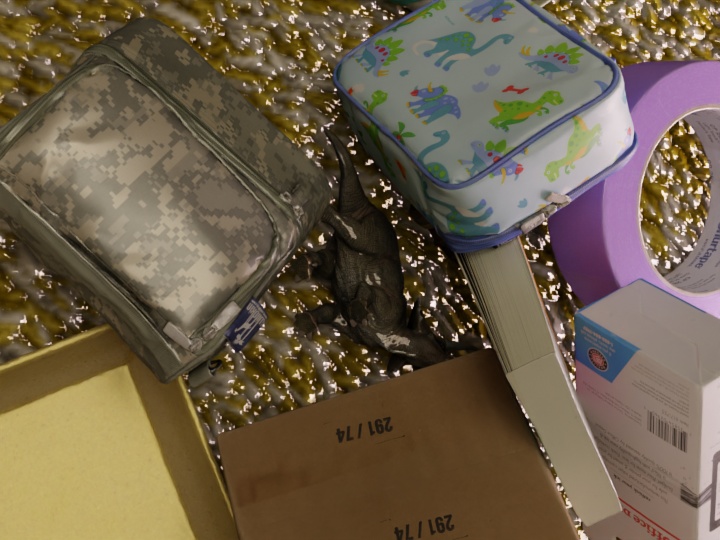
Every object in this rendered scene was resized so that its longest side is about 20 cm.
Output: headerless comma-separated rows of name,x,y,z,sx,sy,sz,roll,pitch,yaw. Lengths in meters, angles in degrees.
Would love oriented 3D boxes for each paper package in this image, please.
paper package,0.029,0.169,0.823,0.198,0.104,0.192,-19,51,-2

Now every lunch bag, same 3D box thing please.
lunch bag,-0.135,-0.038,0.822,0.200,0.139,0.168,44,38,-6
lunch bag,0.086,-0.112,0.895,0.160,0.200,0.083,-33,133,-7

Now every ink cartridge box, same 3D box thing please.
ink cartridge box,0.211,0.122,0.894,0.067,0.116,0.201,-25,126,-26

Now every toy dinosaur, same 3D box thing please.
toy dinosaur,0.000,0.000,0.924,0.102,0.077,0.201,0,63,-57

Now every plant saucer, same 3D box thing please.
plant saucer,-0.194,0.153,0.854,0.199,0.048,0.201,-21,88,-18

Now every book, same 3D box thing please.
book,0.117,0.054,0.861,0.048,0.200,0.134,-24,119,7

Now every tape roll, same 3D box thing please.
tape roll,0.235,-0.054,0.961,0.199,0.065,0.202,-5,99,-31

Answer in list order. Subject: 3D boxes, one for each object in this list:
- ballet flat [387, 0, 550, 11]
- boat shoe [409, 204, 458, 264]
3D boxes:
ballet flat,0.090,-0.220,0.986,0.198,0.067,0.071,-15,99,-15
boat shoe,0.127,-0.080,0.972,0.200,0.072,0.068,-41,103,-14
